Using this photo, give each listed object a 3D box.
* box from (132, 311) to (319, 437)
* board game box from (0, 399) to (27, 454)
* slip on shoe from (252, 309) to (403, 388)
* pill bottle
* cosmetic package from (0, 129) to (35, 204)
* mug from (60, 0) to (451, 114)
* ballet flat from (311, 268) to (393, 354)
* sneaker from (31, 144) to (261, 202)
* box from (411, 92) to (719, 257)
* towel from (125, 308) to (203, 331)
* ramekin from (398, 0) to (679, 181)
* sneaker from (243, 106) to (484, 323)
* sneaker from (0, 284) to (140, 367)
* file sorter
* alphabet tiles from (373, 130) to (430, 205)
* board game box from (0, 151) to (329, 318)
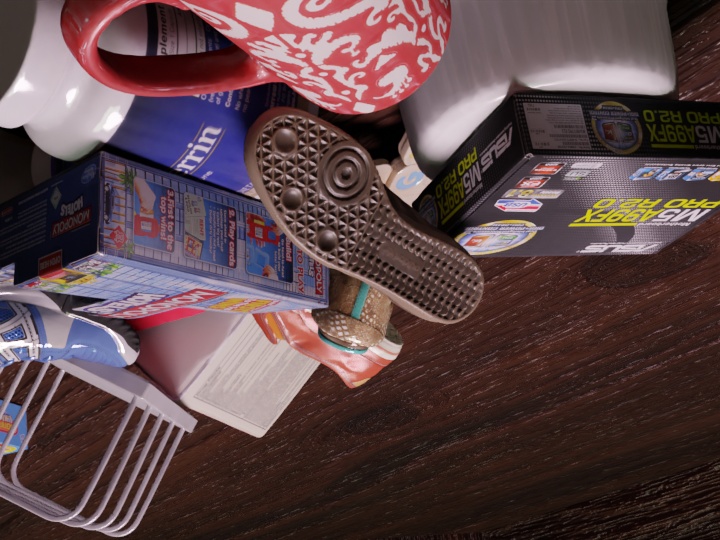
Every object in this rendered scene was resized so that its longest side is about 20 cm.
[{"bbox_3d":[-0.128,0.062,1.150,0.128,0.109,0.200,-51,156,-3],"label":"box"},{"bbox_3d":[-0.542,0.196,1.485,0.195,0.056,0.200,-15,160,15],"label":"board game box"},{"bbox_3d":[-0.062,0.026,0.943,0.199,0.074,0.061,33,105,-13],"label":"slip on shoe"},{"bbox_3d":[-0.130,-0.113,0.723,0.115,0.116,0.199,-26,154,39],"label":"pill bottle"},{"bbox_3d":[-0.290,-0.055,0.877,0.105,0.072,0.200,-19,158,28],"label":"cosmetic package"},{"bbox_3d":[-0.049,-0.160,0.629,0.176,0.134,0.200,-8,166,17],"label":"mug"},{"bbox_3d":[0.000,0.000,0.900,0.070,0.066,0.200,19,-165,-10],"label":"ballet flat"},{"bbox_3d":[-0.108,-0.070,0.853,0.146,0.081,0.200,1,179,36],"label":"sneaker"},{"bbox_3d":[0.156,-0.058,0.819,0.199,0.045,0.160,-1,158,-23],"label":"box"},{"bbox_3d":[-0.216,0.016,0.968,0.144,0.023,0.200,-17,159,19],"label":"towel"},{"bbox_3d":[0.116,-0.128,0.820,0.199,0.098,0.201,-8,161,-3],"label":"ramekin"},{"bbox_3d":[-0.009,-0.031,0.764,0.200,0.071,0.075,41,173,-33],"label":"sneaker"},{"bbox_3d":[-0.252,0.040,0.857,0.199,0.078,0.076,18,169,-26],"label":"sneaker"},{"bbox_3d":[-0.236,0.133,0.991,0.138,0.125,0.200,24,167,8],"label":"file sorter"},{"bbox_3d":[0.049,-0.057,1.009,0.195,0.015,0.200,-12,149,-31],"label":"alphabet tiles"},{"bbox_3d":[-0.129,-0.006,0.794,0.199,0.062,0.199,10,163,-39],"label":"board game box"}]
